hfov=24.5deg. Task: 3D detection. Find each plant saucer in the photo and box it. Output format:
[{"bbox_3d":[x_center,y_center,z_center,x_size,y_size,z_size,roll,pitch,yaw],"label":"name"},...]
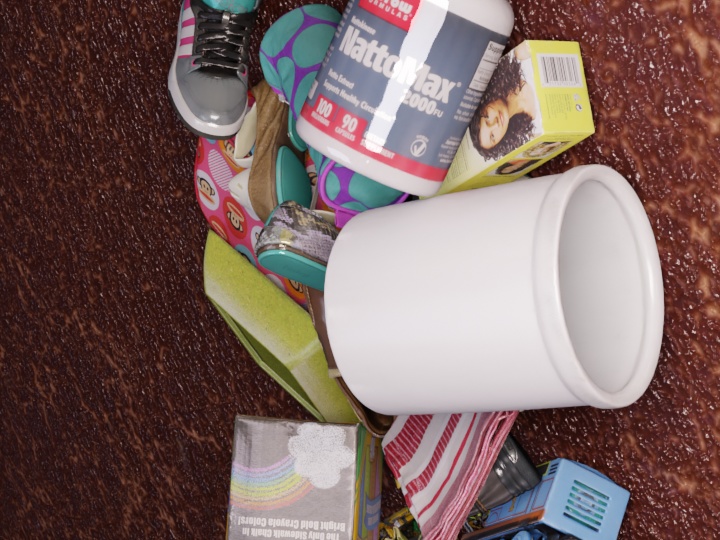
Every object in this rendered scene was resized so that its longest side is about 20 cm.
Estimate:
[{"bbox_3d":[-0.070,0.077,1.610,0.199,0.048,0.201,39,168,38],"label":"plant saucer"}]

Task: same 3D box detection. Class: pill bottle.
[{"bbox_3d":[0.043,-0.168,1.203,0.119,0.119,0.202,34,105,41],"label":"pill bottle"}]

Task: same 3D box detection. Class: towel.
[{"bbox_3d":[0.069,0.126,1.353,0.145,0.023,0.200,-65,18,14],"label":"towel"}]

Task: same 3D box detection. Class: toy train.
[{"bbox_3d":[0.148,0.230,1.398,0.086,0.115,0.200,28,158,-9],"label":"toy train"}]

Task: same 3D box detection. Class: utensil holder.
[{"bbox_3d":[0.096,0.019,1.208,0.198,0.170,0.172,-7,108,34],"label":"utensil holder"}]

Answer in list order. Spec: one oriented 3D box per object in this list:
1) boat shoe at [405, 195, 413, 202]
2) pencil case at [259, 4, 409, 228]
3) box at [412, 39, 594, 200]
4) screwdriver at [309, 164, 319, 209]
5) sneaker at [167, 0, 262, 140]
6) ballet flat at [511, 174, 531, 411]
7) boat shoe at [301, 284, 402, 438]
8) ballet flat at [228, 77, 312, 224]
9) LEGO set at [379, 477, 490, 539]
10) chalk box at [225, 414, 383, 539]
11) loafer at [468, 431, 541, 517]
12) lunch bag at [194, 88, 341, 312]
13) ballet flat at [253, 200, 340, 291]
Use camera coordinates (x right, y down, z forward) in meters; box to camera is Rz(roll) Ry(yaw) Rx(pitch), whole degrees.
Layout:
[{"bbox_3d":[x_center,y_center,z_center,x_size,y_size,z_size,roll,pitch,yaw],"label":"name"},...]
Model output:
[{"bbox_3d":[0.013,0.007,1.478,0.073,0.063,0.203,17,136,4],"label":"boat shoe"},{"bbox_3d":[-0.020,-0.131,1.371,0.093,0.084,0.201,-52,38,25],"label":"pencil case"},{"bbox_3d":[0.101,-0.107,1.273,0.200,0.050,0.076,-33,64,60],"label":"box"},{"bbox_3d":[-0.040,-0.075,1.426,0.029,0.202,0.028,6,145,16],"label":"screwdriver"},{"bbox_3d":[-0.121,-0.222,1.477,0.121,0.083,0.202,113,158,-45],"label":"sneaker"},{"bbox_3d":[0.129,0.026,1.328,0.071,0.071,0.202,20,127,50],"label":"ballet flat"},{"bbox_3d":[-0.002,0.062,1.435,0.074,0.075,0.203,-11,126,25],"label":"boat shoe"},{"bbox_3d":[-0.081,-0.098,1.465,0.072,0.202,0.068,-17,141,23],"label":"ballet flat"},{"bbox_3d":[0.052,0.276,1.575,0.155,0.115,0.200,58,149,11],"label":"LEGO set"},{"bbox_3d":[-0.051,0.240,1.525,0.124,0.123,0.203,32,-119,-76],"label":"chalk box"},{"bbox_3d":[0.087,0.137,1.408,0.073,0.072,0.200,52,-176,-22],"label":"loafer"},{"bbox_3d":[-0.080,-0.054,1.580,0.200,0.081,0.177,45,145,30],"label":"lunch bag"},{"bbox_3d":[0.000,0.000,1.361,0.199,0.073,0.072,32,166,-33],"label":"ballet flat"}]
